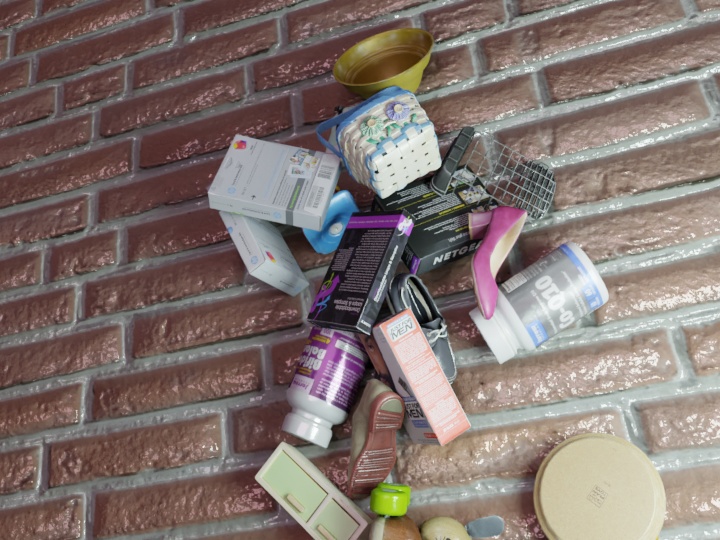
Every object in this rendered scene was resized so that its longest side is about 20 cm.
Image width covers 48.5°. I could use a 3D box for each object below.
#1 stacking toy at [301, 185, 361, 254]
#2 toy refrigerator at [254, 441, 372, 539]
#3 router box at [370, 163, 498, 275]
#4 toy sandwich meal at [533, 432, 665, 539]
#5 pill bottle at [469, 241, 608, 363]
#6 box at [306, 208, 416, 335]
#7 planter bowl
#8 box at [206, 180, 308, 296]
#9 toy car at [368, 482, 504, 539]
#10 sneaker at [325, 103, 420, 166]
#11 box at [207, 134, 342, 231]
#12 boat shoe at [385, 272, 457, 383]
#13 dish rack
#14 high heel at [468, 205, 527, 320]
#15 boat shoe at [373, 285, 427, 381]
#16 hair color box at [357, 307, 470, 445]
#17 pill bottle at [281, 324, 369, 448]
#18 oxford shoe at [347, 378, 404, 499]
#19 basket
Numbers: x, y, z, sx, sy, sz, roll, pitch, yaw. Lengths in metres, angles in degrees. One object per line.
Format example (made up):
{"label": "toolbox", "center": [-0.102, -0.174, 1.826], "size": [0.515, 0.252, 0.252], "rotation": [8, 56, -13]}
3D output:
{"label": "stacking toy", "center": [-0.083, -0.139, 1.479], "size": [0.109, 0.116, 0.201], "rotation": [-32, 51, 1]}
{"label": "toy refrigerator", "center": [-0.073, 0.370, 1.279], "size": [0.199, 0.070, 0.076], "rotation": [37, 84, 27]}
{"label": "router box", "center": [0.136, -0.089, 1.350], "size": [0.197, 0.051, 0.150], "rotation": [-20, 59, -24]}
{"label": "toy sandwich meal", "center": [0.345, 0.339, 1.153], "size": [0.202, 0.070, 0.209], "rotation": [-9, 62, 17]}
{"label": "pill bottle", "center": [0.277, 0.054, 1.260], "size": [0.198, 0.114, 0.115], "rotation": [-34, 62, 4]}
{"label": "box", "center": [0.000, 0.000, 1.270], "size": [0.142, 0.036, 0.203], "rotation": [3, 64, 54]}
{"label": "planter bowl", "center": [0.052, -0.369, 1.507], "size": [0.197, 0.084, 0.202], "rotation": [-14, 39, 11]}
{"label": "box", "center": [-0.183, -0.060, 1.432], "size": [0.041, 0.156, 0.201], "rotation": [-37, 63, 10]}
{"label": "toy car", "center": [0.110, 0.410, 1.167], "size": [0.196, 0.158, 0.168], "rotation": [4, 82, 8]}
{"label": "sneaker", "center": [0.024, -0.272, 1.488], "size": [0.197, 0.074, 0.120], "rotation": [-9, 62, 27]}
{"label": "box", "center": [-0.143, -0.153, 1.371], "size": [0.196, 0.042, 0.157], "rotation": [12, 50, 4]}
{"label": "boat shoe", "center": [0.105, 0.095, 1.286], "size": [0.072, 0.063, 0.202], "rotation": [-29, 92, -30]}
{"label": "dish rack", "center": [0.231, -0.156, 1.358], "size": [0.198, 0.055, 0.154], "rotation": [28, 51, 4]}
{"label": "high heel", "center": [0.221, -0.015, 1.244], "size": [0.094, 0.068, 0.202], "rotation": [-6, 49, 10]}
{"label": "boat shoe", "center": [0.064, 0.118, 1.341], "size": [0.066, 0.069, 0.204], "rotation": [-10, 65, 55]}
{"label": "hair color box", "center": [0.080, 0.167, 1.235], "size": [0.063, 0.111, 0.202], "rotation": [-26, 89, -21]}
{"label": "pill bottle", "center": [-0.057, 0.184, 1.324], "size": [0.111, 0.112, 0.203], "rotation": [15, 74, 23]}
{"label": "oxford shoe", "center": [0.016, 0.267, 1.269], "size": [0.075, 0.069, 0.203], "rotation": [44, 122, 53]}
{"label": "basket", "center": [0.037, -0.230, 1.346], "size": [0.175, 0.140, 0.200], "rotation": [-32, 42, -10]}
